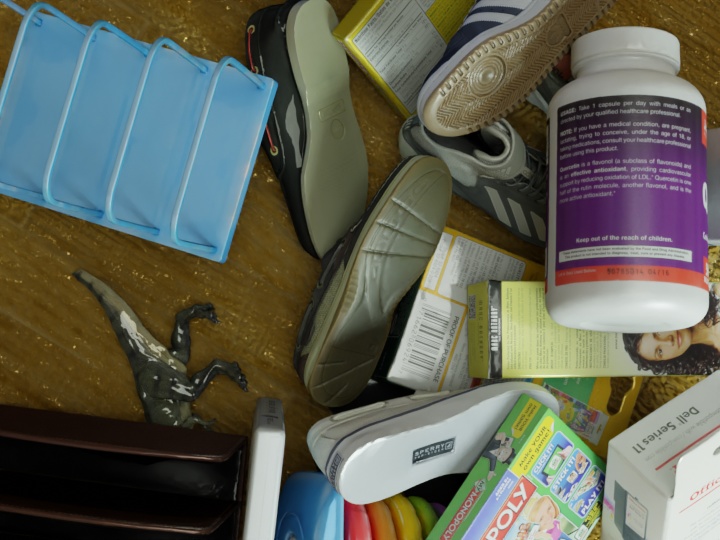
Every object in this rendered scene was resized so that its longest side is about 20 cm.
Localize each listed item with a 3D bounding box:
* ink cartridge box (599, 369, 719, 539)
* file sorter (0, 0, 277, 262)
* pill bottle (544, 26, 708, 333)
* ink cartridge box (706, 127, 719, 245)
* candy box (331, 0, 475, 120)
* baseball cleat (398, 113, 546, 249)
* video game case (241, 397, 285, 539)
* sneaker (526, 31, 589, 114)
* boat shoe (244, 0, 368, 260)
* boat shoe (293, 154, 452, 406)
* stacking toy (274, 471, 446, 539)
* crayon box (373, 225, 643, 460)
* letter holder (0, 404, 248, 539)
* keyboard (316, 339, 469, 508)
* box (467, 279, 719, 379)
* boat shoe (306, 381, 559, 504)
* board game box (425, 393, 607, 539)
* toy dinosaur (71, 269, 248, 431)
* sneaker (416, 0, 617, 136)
[{"bbox_3d":[0.245,0.157,0.883,0.116,0.067,0.201,-27,137,-21],"label":"ink cartridge box"},{"bbox_3d":[-0.183,-0.104,0.829,0.198,0.123,0.140,17,89,10],"label":"file sorter"},{"bbox_3d":[0.186,-0.061,0.827,0.111,0.112,0.202,4,80,-8],"label":"pill bottle"},{"bbox_3d":[0.328,-0.059,0.894,0.198,0.145,0.085,2,90,-28],"label":"ink cartridge box"},{"bbox_3d":[0.071,-0.224,0.917,0.200,0.026,0.102,-50,131,-5],"label":"candy box"},{"bbox_3d":[0.124,-0.068,0.911,0.198,0.106,0.070,20,83,-10],"label":"baseball cleat"},{"bbox_3d":[-0.076,0.200,0.845,0.023,0.182,0.202,7,89,-4],"label":"video game case"},{"bbox_3d":[0.191,-0.126,0.935,0.200,0.079,0.074,44,82,-8],"label":"sneaker"},{"bbox_3d":[-0.042,-0.105,0.912,0.073,0.063,0.203,-24,110,-47],"label":"boat shoe"},{"bbox_3d":[0.000,0.001,0.890,0.071,0.066,0.202,19,98,-42],"label":"boat shoe"},{"bbox_3d":[0.039,0.210,0.891,0.198,0.110,0.117,3,80,-23],"label":"stacking toy"},{"bbox_3d":[0.124,0.059,0.933,0.198,0.052,0.127,21,83,-10],"label":"crayon box"},{"bbox_3d":[-0.193,0.164,0.824,0.198,0.142,0.102,6,92,6],"label":"letter holder"},{"bbox_3d":[0.030,0.153,0.943,0.127,0.021,0.200,-42,95,-11],"label":"keyboard"},{"bbox_3d":[0.182,0.045,0.895,0.198,0.050,0.076,-1,87,-12],"label":"box"},{"bbox_3d":[0.053,0.113,0.858,0.198,0.070,0.072,-12,120,-29],"label":"boat shoe"},{"bbox_3d":[0.103,0.206,0.865,0.201,0.029,0.135,-55,134,-7],"label":"board game box"},{"bbox_3d":[-0.140,0.074,0.906,0.088,0.047,0.201,-26,91,-1],"label":"toy dinosaur"},{"bbox_3d":[0.099,-0.189,0.870,0.200,0.108,0.070,-43,139,-5],"label":"sneaker"}]
